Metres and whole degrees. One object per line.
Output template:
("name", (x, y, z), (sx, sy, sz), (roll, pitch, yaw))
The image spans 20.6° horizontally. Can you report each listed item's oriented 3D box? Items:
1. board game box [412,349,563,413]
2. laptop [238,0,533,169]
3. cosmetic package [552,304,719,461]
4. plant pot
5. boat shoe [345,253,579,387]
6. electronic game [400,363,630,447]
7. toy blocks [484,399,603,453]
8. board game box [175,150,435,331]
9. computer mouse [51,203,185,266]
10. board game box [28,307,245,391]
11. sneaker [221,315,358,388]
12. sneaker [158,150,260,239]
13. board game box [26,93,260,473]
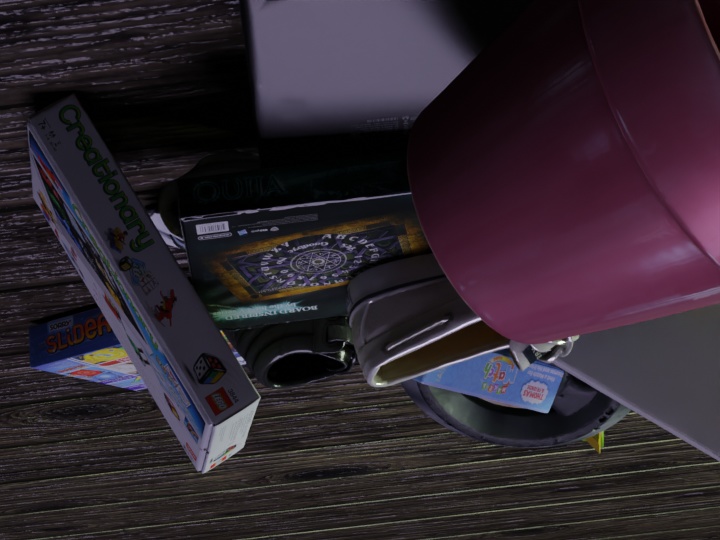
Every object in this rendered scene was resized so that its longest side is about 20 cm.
("board game box", (0.019, 0.037, 1.345), (0.199, 0.037, 0.151), (23, -176, 39))
("laptop", (0.034, -0.116, 1.065), (0.185, 0.117, 0.201), (-6, 135, 0))
("cosmetic package", (0.203, 0.045, 1.308), (0.199, 0.108, 0.085), (32, -179, 27))
("plant pot", (0.128, -0.059, 0.913), (0.178, 0.202, 0.199), (-28, 153, 32))
("boat shoe", (0.090, 0.020, 1.059), (0.198, 0.070, 0.071), (-13, 152, 8))
("electronic game", (0.124, 0.068, 1.521), (0.198, 0.042, 0.201), (4, 135, 4))
("toy blocks", (0.130, 0.084, 1.631), (0.135, 0.101, 0.200), (1, 153, 9))
("board game box", (0.004, -0.018, 1.072), (0.198, 0.028, 0.136), (-7, 152, -3))
("computer mouse", (-0.098, -0.026, 1.261), (0.198, 0.044, 0.110), (-3, 162, -8))
("board game box", (-0.134, 0.049, 1.508), (0.198, 0.035, 0.135), (-15, 162, 29))
("sneaker", (0.000, 0.000, 1.204), (0.199, 0.100, 0.071), (-33, 152, 11))
("sneaker", (-0.022, -0.032, 1.125), (0.198, 0.077, 0.092), (-3, -173, 16))
("board game box", (-0.125, 0.011, 1.119), (0.034, 0.201, 0.126), (-29, 170, -15))
